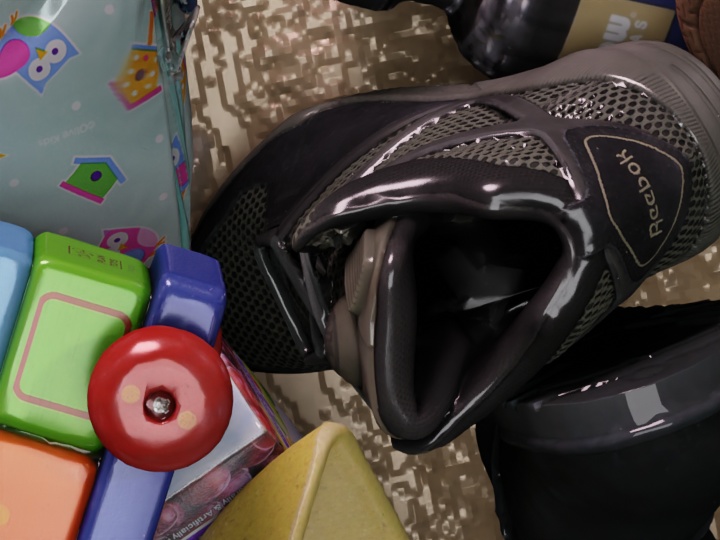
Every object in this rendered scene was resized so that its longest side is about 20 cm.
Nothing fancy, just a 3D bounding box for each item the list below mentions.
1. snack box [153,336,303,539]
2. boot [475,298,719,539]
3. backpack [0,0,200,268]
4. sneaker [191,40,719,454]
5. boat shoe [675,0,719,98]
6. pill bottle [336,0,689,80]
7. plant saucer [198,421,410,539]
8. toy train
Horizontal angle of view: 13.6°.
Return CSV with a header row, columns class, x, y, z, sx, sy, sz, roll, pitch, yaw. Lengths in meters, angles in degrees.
class,x,y,z,sx,sy,sz,roll,pitch,yaw
snack box,-0.093,0.114,0.851,0.199,0.053,0.142,-34,145,1
boot,0.083,0.095,0.833,0.073,0.198,0.163,-18,93,-9
backpack,-0.116,-0.056,0.794,0.166,0.127,0.201,-10,133,-6
sneaker,0.000,0.000,0.805,0.114,0.199,0.077,-34,105,-42
boat shoe,0.173,-0.031,0.782,0.202,0.075,0.075,41,61,-5
pill bottle,0.090,-0.098,0.839,0.199,0.112,0.113,11,99,-7
plant saucer,-0.023,0.172,0.804,0.048,0.201,0.200,2,146,22
toy train,-0.110,0.081,0.736,0.115,0.085,0.201,17,98,-7
